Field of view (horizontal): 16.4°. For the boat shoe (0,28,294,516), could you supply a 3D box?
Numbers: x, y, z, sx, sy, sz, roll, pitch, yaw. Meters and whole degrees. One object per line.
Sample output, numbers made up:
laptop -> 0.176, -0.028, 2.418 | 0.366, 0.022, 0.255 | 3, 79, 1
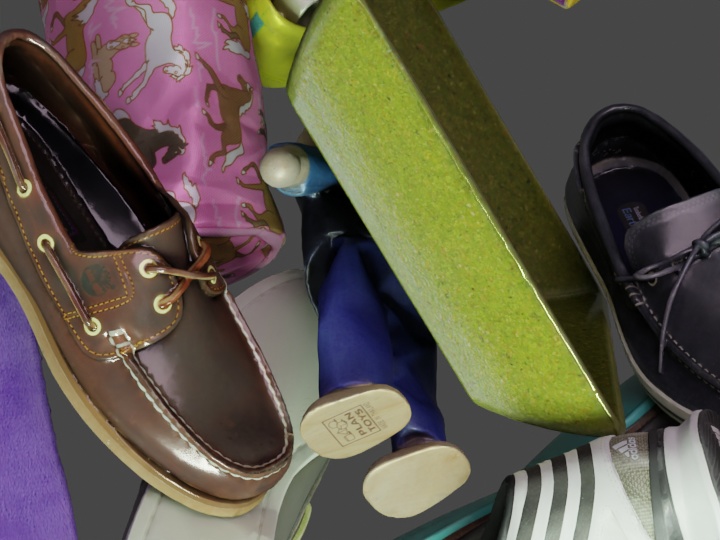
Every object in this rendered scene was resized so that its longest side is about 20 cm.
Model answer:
boat shoe -> -0.091, 0.000, 0.941 | 0.200, 0.070, 0.070 | 50, 41, 6

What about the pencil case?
pencil case -> -0.090, -0.086, 1.043 | 0.083, 0.086, 0.200 | 2, 66, -39

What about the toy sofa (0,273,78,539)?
toy sofa -> -0.156, 0.062, 0.961 | 0.083, 0.098, 0.200 | -8, 71, -17

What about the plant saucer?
plant saucer -> 0.032, -0.035, 0.983 | 0.048, 0.200, 0.200 | -30, 101, 10

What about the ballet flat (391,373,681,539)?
ballet flat -> 0.081, 0.104, 1.024 | 0.200, 0.068, 0.068 | -31, 95, -28

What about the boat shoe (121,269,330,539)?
boat shoe -> -0.051, 0.081, 0.996 | 0.072, 0.060, 0.202 | 26, 46, 0

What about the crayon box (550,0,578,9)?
crayon box -> 0.057, -0.212, 1.082 | 0.200, 0.058, 0.173 | 31, 45, 21

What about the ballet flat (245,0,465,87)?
ballet flat -> 0.024, -0.146, 1.103 | 0.200, 0.067, 0.067 | -35, 79, -23

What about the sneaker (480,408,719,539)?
sneaker -> 0.099, 0.146, 0.937 | 0.115, 0.201, 0.076 | -12, 27, 12

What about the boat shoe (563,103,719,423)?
boat shoe -> 0.137, 0.001, 1.029 | 0.075, 0.062, 0.200 | -16, 42, -11

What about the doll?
doll -> 0.000, 0.000, 1.008 | 0.136, 0.048, 0.200 | 46, 23, -33
